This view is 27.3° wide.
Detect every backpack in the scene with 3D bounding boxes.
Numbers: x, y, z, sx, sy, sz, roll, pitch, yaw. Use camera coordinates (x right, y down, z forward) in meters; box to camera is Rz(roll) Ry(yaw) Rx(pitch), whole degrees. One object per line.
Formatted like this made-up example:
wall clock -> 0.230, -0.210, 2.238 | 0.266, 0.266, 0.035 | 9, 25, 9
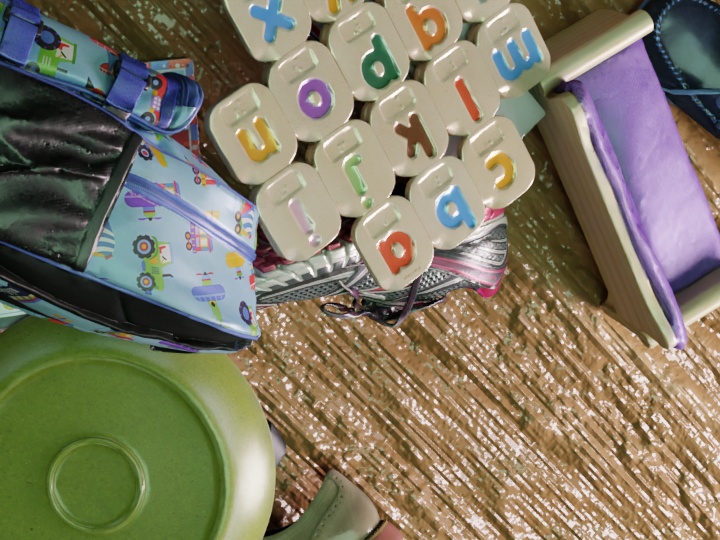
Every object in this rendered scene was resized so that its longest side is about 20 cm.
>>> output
backpack -> -0.136, -0.037, 0.748 | 0.199, 0.182, 0.135 | 23, 82, -24

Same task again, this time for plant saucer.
plant saucer -> -0.149, 0.119, 0.842 | 0.199, 0.031, 0.201 | 0, 98, 1

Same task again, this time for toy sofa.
toy sofa -> 0.172, -0.055, 0.915 | 0.083, 0.098, 0.201 | -31, 113, -9

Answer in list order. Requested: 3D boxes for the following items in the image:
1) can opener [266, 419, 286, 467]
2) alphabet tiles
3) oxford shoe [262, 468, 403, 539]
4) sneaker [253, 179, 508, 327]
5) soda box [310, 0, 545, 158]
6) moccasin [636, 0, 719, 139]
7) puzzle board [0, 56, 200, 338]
can opener -> -0.133, 0.152, 0.888 | 0.200, 0.063, 0.079 | -39, 115, -5
alphabet tiles -> 0.013, -0.099, 0.807 | 0.200, 0.015, 0.196 | -38, 113, -18
oxford shoe -> -0.070, 0.206, 0.937 | 0.200, 0.070, 0.075 | -39, 88, -3
sneaker -> 0.000, 0.000, 0.881 | 0.199, 0.081, 0.075 | -13, 112, -16
soda box -> 0.015, -0.141, 0.852 | 0.068, 0.064, 0.200 | -45, 114, -2
moccasin -> 0.259, -0.111, 0.944 | 0.200, 0.068, 0.081 | 33, 93, -24
puzzle board -> -0.186, -0.036, 0.839 | 0.199, 0.017, 0.151 | -8, 108, -16
